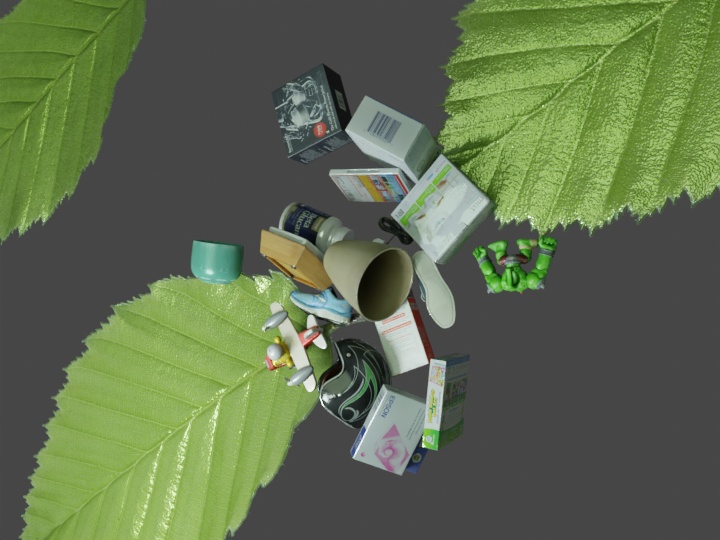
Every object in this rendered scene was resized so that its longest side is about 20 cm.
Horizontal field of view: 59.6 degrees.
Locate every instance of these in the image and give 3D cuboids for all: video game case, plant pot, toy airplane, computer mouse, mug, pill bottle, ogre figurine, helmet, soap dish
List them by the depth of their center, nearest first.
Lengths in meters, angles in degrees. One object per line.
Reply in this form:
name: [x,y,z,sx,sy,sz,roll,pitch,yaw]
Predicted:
ogre figurine: [0.362,-0.010,1.484,0.195,0.098,0.123,-1,75,15]
plant pot: [0.000,0.000,1.575,0.199,0.185,0.191,29,100,43]
helmet: [-0.014,0.279,1.604,0.199,0.200,0.192,36,86,23]
video game case: [0.033,-0.219,1.632,0.196,0.143,0.018,4,67,26]
computer mouse: [0.043,-0.043,1.671,0.110,0.044,0.201,44,106,20]
soap dish: [-0.166,-0.027,1.677,0.155,0.200,0.082,21,76,32]
toy airplane: [-0.187,0.207,1.696,0.198,0.140,0.204,19,107,37]
pill bottle: [-0.116,-0.105,1.715,0.197,0.111,0.113,23,97,25]
mug: [-0.418,-0.024,1.854,0.148,0.185,0.117,7,93,2]

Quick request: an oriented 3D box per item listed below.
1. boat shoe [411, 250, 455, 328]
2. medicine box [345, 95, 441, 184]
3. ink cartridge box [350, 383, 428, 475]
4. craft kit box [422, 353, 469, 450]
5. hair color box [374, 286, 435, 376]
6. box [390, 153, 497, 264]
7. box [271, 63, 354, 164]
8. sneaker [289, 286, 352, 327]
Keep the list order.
boat shoe: [0.183,0.047,1.585,0.074,0.062,0.203,-28,84,5]
medicine box: [0.087,-0.317,1.569,0.180,0.200,0.104,32,90,24]
ink cartridge box: [0.103,0.402,1.553,0.197,0.043,0.199,22,100,-17]
craft kit box: [0.206,0.303,1.488,0.048,0.199,0.202,2,87,25]
hair color box: [0.107,0.156,1.619,0.109,0.064,0.204,-23,79,23]
box: [0.208,-0.150,1.565,0.177,0.096,0.201,46,106,20]
box: [-0.128,-0.428,1.742,0.179,0.104,0.204,-21,78,25]
sneaker: [-0.103,0.087,1.734,0.196,0.078,0.092,17,76,23]
